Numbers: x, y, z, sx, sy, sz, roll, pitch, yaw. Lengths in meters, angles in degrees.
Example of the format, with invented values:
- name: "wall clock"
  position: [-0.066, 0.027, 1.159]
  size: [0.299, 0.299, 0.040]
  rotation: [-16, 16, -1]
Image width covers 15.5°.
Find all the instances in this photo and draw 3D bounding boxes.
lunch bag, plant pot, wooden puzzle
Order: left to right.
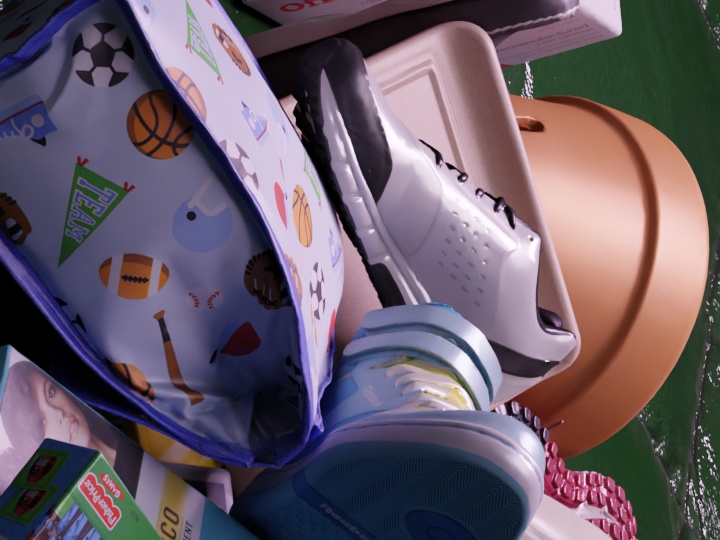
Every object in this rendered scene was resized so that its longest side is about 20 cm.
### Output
- name: "lunch bag"
  position: [-0.080, -0.025, 1.087]
  size: [0.200, 0.124, 0.170]
  rotation: [54, 14, -14]
- name: "wooden puzzle"
  position: [0.000, 0.000, 1.247]
  size: [0.200, 0.037, 0.186]
  rotation: [-26, 107, -29]
- name: "plant pot"
  position: [0.063, -0.013, 1.394]
  size: [0.140, 0.200, 0.201]
  rotation: [25, 54, -40]

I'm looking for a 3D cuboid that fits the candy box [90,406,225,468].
- name: "candy box"
  position: [-0.072, 0.039, 1.248]
  size: [0.200, 0.026, 0.103]
  rotation: [-26, 105, -64]

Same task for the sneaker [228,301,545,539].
- name: "sneaker"
  position: [0.029, 0.057, 1.091]
  size: [0.080, 0.200, 0.131]
  rotation: [43, 61, -16]

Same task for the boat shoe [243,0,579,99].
- name: "boat shoe"
  position: [0.026, -0.109, 1.322]
  size: [0.072, 0.201, 0.061]
  rotation: [-20, 97, -57]

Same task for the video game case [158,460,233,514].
- name: "video game case"
  position: [-0.105, 0.174, 1.084]
  size: [0.182, 0.022, 0.201]
  rotation: [13, 65, -54]

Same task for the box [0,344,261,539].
- name: "box"
  position: [-0.100, 0.116, 1.049]
  size: [0.200, 0.049, 0.082]
  rotation: [43, 44, -40]

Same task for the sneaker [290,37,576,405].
- name: "sneaker"
  position: [0.032, -0.024, 1.192]
  size: [0.200, 0.080, 0.074]
  rotation: [64, 0, -28]

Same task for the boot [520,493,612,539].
- name: "boot"
  position: [0.072, 0.146, 1.263]
  size: [0.154, 0.200, 0.072]
  rotation: [31, 72, -8]

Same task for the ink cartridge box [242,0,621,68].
- name: "ink cartridge box"
  position: [0.037, -0.173, 1.446]
  size: [0.200, 0.146, 0.083]
  rotation: [21, 59, -60]

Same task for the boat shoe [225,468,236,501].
- name: "boat shoe"
  position: [-0.018, 0.185, 1.254]
  size: [0.067, 0.057, 0.201]
  rotation: [-9, 86, -66]

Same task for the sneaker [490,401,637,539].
- name: "sneaker"
  position: [0.085, 0.131, 1.376]
  size: [0.200, 0.074, 0.081]
  rotation: [48, 43, -40]

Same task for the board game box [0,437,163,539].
- name: "board game box"
  position: [-0.126, 0.185, 0.952]
  size: [0.200, 0.037, 0.151]
  rotation: [-52, 129, -27]
